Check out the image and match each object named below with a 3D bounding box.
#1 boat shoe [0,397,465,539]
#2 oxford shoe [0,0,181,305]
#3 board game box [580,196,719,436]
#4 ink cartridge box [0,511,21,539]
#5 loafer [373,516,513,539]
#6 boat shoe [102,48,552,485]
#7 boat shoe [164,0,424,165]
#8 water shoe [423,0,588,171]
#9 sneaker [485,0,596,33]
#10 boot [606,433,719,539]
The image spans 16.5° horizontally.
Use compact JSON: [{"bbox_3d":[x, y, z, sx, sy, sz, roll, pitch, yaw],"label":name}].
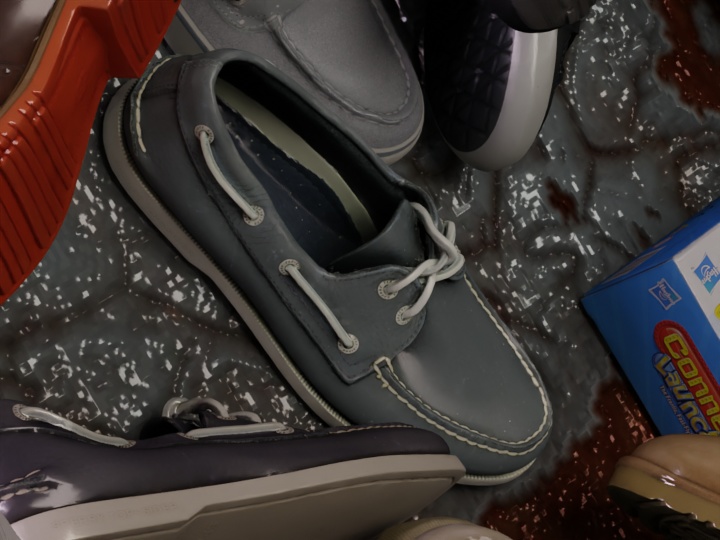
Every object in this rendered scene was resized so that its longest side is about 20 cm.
[{"bbox_3d":[-0.047,0.061,0.790,0.200,0.073,0.063,-4,59,-44],"label":"boat shoe"},{"bbox_3d":[-0.125,-0.052,0.792,0.072,0.071,0.200,23,65,15],"label":"oxford shoe"},{"bbox_3d":[0.211,0.044,0.987,0.200,0.056,0.196,-34,94,-38],"label":"board game box"},{"bbox_3d":[-0.158,0.071,0.614,0.117,0.200,0.067,-25,48,-1],"label":"ink cartridge box"},{"bbox_3d":[0.069,0.146,0.842,0.076,0.068,0.200,-40,117,-3],"label":"loafer"},{"bbox_3d":[0.000,0.000,0.850,0.200,0.062,0.073,44,54,-15],"label":"boat shoe"},{"bbox_3d":[-0.040,-0.118,0.856,0.201,0.071,0.070,48,53,-13],"label":"boat shoe"},{"bbox_3d":[0.075,-0.127,0.940,0.079,0.071,0.200,17,65,-28],"label":"water shoe"},{"bbox_3d":[0.024,-0.142,0.877,0.076,0.088,0.200,49,20,-43],"label":"sneaker"},{"bbox_3d":[0.200,0.025,0.887,0.175,0.066,0.200,21,75,2],"label":"boot"}]
